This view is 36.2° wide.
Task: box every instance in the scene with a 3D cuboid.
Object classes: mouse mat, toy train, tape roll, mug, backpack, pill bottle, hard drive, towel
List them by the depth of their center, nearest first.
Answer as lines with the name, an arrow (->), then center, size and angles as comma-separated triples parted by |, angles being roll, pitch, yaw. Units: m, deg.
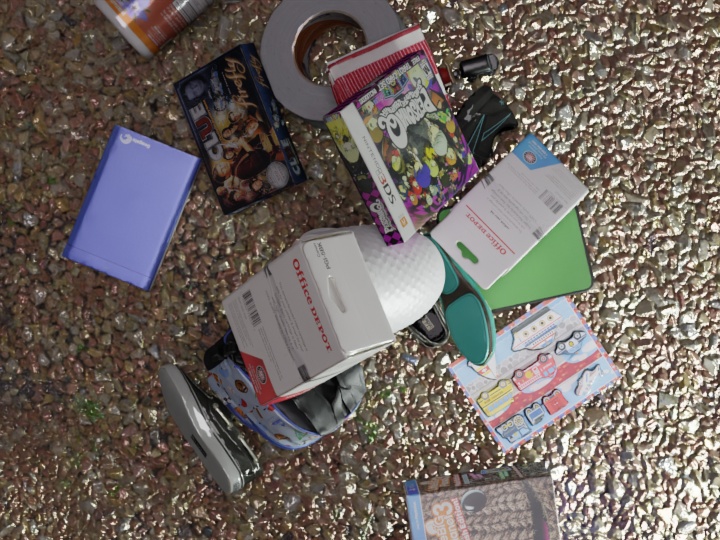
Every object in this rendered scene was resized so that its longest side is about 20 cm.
mug -> 0.000, 0.000, 1.427 | 0.175, 0.200, 0.148 | -12, 127, -37
towel -> 0.051, -0.205, 1.453 | 0.144, 0.023, 0.200 | -26, 109, -11
backpack -> -0.097, 0.141, 1.470 | 0.191, 0.154, 0.200 | 48, 53, 5
tape roll -> -0.033, -0.295, 1.508 | 0.200, 0.066, 0.201 | -1, 85, 14
pill bottle -> -0.257, -0.395, 1.510 | 0.200, 0.112, 0.112 | -43, 90, 0
toy train -> 0.099, -0.264, 1.542 | 0.200, 0.046, 0.034 | -17, 90, 0
hard drive -> -0.320, -0.088, 1.552 | 0.132, 0.025, 0.200 | 22, 90, 0
mouse mat -> 0.218, -0.030, 1.556 | 0.200, 0.008, 0.161 | -12, 87, 2

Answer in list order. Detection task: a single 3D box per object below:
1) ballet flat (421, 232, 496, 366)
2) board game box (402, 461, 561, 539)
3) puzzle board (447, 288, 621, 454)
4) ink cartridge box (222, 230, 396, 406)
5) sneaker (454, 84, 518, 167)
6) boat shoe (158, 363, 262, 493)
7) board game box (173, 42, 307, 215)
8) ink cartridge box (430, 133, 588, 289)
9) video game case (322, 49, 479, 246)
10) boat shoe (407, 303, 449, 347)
ballet flat -> 0.142, 0.034, 1.514 | 0.067, 0.070, 0.200 | -34, 77, 31
board game box -> 0.168, 0.362, 1.513 | 0.200, 0.097, 0.160 | -9, 90, 0
puzzle board -> 0.246, 0.143, 1.555 | 0.200, 0.017, 0.151 | -34, 90, -1
ink cartridge box -> -0.065, 0.059, 1.311 | 0.083, 0.200, 0.147 | -13, 77, -39
sneaker -> 0.136, -0.162, 1.528 | 0.079, 0.075, 0.200 | 41, 90, -2
boat shoe -> -0.209, 0.210, 1.528 | 0.064, 0.071, 0.200 | -28, 80, -32
board game box -> -0.167, -0.191, 1.514 | 0.135, 0.035, 0.200 | -22, 89, 34
ink cartridge box -> 0.200, -0.076, 1.517 | 0.200, 0.067, 0.116 | -43, 85, -5
video game case -> 0.056, -0.156, 1.380 | 0.036, 0.200, 0.181 | -11, 113, 42
boat shoe -> 0.058, 0.021, 1.531 | 0.071, 0.064, 0.200 | -40, 89, -1
